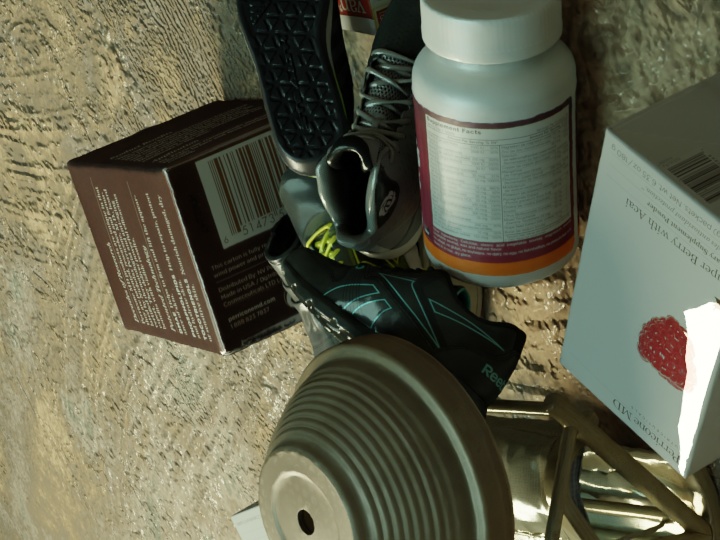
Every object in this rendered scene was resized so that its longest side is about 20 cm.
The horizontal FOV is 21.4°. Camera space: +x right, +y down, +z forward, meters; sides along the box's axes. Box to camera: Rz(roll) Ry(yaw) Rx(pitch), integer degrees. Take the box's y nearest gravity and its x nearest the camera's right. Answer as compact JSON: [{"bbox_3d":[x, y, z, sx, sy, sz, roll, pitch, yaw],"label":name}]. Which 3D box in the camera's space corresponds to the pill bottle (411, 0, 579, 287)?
[{"bbox_3d":[0.091,-0.097,1.271,0.110,0.110,0.200,34,140,44],"label":"pill bottle"}]

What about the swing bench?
[{"bbox_3d":[0.126,0.167,1.354,0.199,0.200,0.130,0,75,50],"label":"swing bench"}]

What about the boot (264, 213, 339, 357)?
[{"bbox_3d":[-0.032,0.036,1.462,0.132,0.070,0.200,58,-171,-24],"label":"boot"}]

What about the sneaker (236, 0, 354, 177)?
[{"bbox_3d":[-0.044,-0.156,1.396,0.083,0.072,0.200,28,-125,-77],"label":"sneaker"}]

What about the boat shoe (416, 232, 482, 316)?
[{"bbox_3d":[0.046,-0.005,1.463,0.062,0.075,0.200,31,137,44],"label":"boat shoe"}]

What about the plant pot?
[{"bbox_3d":[-0.001,0.150,1.240,0.201,0.093,0.201,24,124,43],"label":"plant pot"}]

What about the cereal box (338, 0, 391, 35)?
[{"bbox_3d":[-0.036,-0.280,1.412,0.144,0.040,0.200,21,130,53],"label":"cereal box"}]

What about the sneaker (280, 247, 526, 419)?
[{"bbox_3d":[0.029,0.032,1.309,0.200,0.079,0.075,35,172,32],"label":"sneaker"}]

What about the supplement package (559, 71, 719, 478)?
[{"bbox_3d":[0.212,0.001,1.133,0.121,0.120,0.200,43,146,32],"label":"supplement package"}]

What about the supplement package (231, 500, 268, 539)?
[{"bbox_3d":[0.017,0.259,1.651,0.200,0.151,0.152,62,152,2],"label":"supplement package"}]

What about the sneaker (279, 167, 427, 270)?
[{"bbox_3d":[0.000,0.000,1.399,0.200,0.085,0.074,49,133,15],"label":"sneaker"}]

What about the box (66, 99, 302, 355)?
[{"bbox_3d":[-0.116,-0.043,1.613,0.200,0.166,0.164,8,120,59],"label":"box"}]

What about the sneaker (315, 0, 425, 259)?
[{"bbox_3d":[0.020,-0.105,1.316,0.075,0.115,0.200,10,94,21],"label":"sneaker"}]
